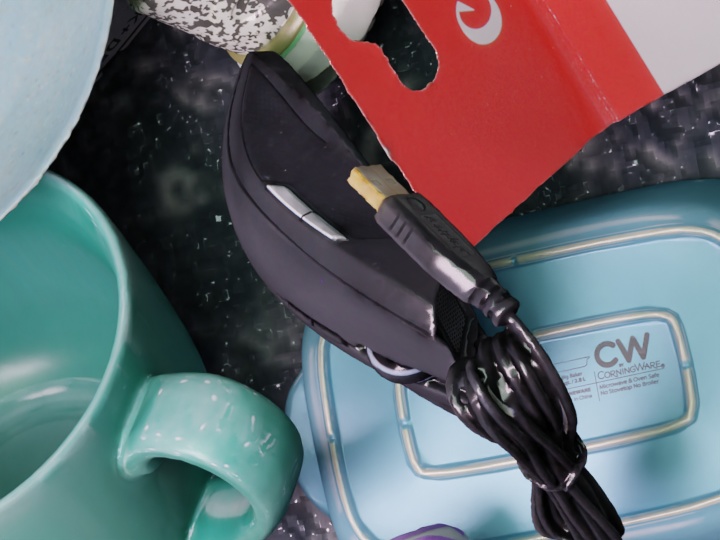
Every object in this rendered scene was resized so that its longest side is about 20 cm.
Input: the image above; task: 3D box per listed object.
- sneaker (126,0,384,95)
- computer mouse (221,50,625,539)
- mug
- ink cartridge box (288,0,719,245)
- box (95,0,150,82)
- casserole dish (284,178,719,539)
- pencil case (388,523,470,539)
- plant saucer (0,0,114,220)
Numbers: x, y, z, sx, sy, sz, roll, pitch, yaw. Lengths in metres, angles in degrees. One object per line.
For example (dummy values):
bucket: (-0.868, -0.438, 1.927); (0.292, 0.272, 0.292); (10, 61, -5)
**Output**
sneaker: (-0.026, -0.159, 0.853); (0.077, 0.088, 0.201); (15, 94, 52)
computer mouse: (0.000, 0.000, 0.782); (0.046, 0.141, 0.200); (-35, 62, -5)
mug: (-0.114, 0.065, 0.855); (0.152, 0.115, 0.185); (-39, 50, -8)
ink cartridge box: (0.066, -0.126, 0.774); (0.200, 0.050, 0.161); (-42, 109, -22)
box: (-0.160, -0.144, 0.923); (0.117, 0.060, 0.200); (-45, 77, 12)
casserole dish: (0.063, 0.040, 0.859); (0.199, 0.039, 0.122); (-12, 86, 17)
pencil case: (0.054, 0.170, 0.793); (0.200, 0.084, 0.086); (52, 119, 25)
plant saucer: (-0.167, -0.083, 0.861); (0.200, 0.039, 0.202); (-3, 77, 14)
